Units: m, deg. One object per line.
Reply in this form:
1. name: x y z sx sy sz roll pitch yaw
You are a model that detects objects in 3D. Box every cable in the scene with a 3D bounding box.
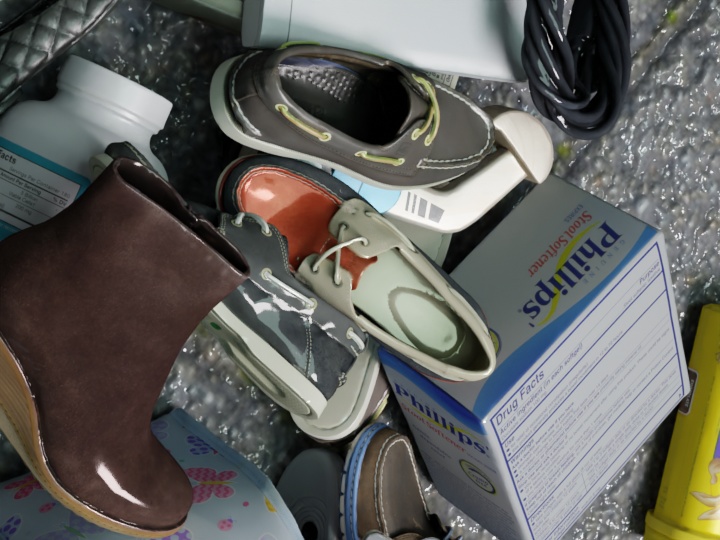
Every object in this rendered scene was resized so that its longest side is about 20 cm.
1. cable: 0.145 -0.180 1.082 0.200 0.050 0.164 -66 153 -44

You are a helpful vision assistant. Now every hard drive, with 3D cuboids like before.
1. hard drive: 0.025 -0.191 1.030 0.199 0.027 0.133 3 95 -33

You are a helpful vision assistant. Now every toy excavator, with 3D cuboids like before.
1. toy excavator: 0.008 -0.043 1.102 0.199 0.100 0.195 23 92 -25

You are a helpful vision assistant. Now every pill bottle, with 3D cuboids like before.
1. pill bottle: -0.185 -0.024 1.003 0.110 0.111 0.201 26 89 -32

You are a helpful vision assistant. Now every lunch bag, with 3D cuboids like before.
1. lunch bag: -0.135 0.189 1.033 0.169 0.200 0.128 -22 112 -25

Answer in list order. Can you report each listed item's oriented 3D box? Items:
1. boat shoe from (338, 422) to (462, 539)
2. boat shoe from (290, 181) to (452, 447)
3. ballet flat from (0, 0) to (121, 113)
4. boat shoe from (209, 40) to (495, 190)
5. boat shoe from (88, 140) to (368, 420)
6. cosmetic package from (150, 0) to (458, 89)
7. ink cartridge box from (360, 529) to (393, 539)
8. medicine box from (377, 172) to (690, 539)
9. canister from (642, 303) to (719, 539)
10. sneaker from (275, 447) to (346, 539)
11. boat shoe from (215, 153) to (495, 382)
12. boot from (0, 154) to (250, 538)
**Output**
1. boat shoe: 0.038 0.200 1.143 0.072 0.072 0.201 -27 113 -52
2. boat shoe: 0.012 0.027 1.160 0.060 0.071 0.201 59 52 -70
3. ballet flat: -0.187 -0.157 0.996 0.200 0.066 0.057 -46 110 -14
4. boat shoe: 0.009 -0.091 1.002 0.200 0.060 0.072 6 79 -37
5. boat shoe: -0.076 -0.004 0.962 0.200 0.072 0.068 47 73 -19
6. cosmetic package: -0.028 -0.186 1.065 0.199 0.087 0.104 19 88 -33
7. ink cartridge box: 0.038 0.275 1.074 0.200 0.084 0.176 35 99 -3
8. medicine box: 0.127 0.070 1.168 0.182 0.103 0.200 -45 143 -18
9. canister: 0.316 0.136 1.350 0.148 0.086 0.201 9 96 -32
10. sneaker: -0.009 0.222 1.200 0.111 0.073 0.201 0 98 -45
11. boat shoe: 0.000 0.000 1.012 0.200 0.063 0.071 39 90 -16
12. boot: -0.120 0.050 0.911 0.166 0.073 0.200 -34 116 23
